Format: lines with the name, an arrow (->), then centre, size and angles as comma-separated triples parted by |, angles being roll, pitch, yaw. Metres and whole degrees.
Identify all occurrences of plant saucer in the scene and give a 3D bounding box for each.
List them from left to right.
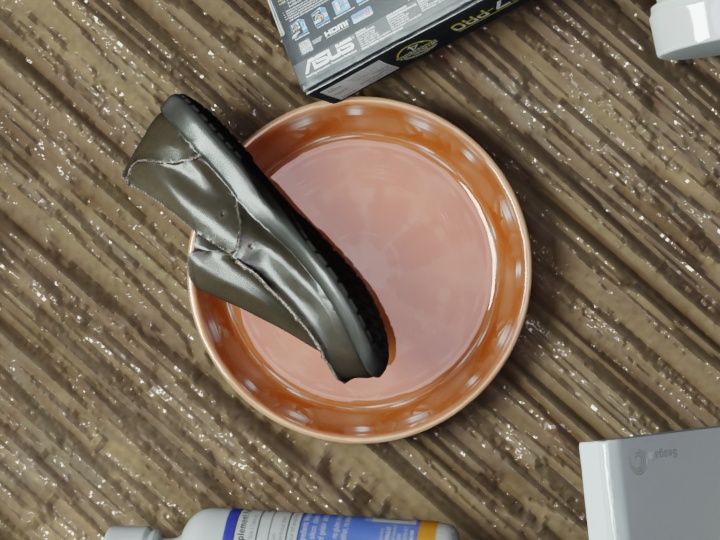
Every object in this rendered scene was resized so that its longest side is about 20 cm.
plant saucer -> 0.000, 0.000, 1.720 | 0.200, 0.032, 0.201 | 0, 88, 4

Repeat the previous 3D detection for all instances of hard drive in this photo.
hard drive -> 0.180, 0.190, 1.656 | 0.026, 0.132, 0.200 | -8, 87, 43

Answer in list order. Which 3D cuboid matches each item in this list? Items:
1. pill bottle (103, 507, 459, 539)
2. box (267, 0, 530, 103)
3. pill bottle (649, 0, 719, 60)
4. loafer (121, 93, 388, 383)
pill bottle -> -0.046, 0.192, 1.675 | 0.200, 0.112, 0.112 | 3, 88, 5
box -> 0.031, -0.209, 1.679 | 0.200, 0.049, 0.161 | -28, 75, 19
pill bottle -> 0.192, -0.224, 1.674 | 0.112, 0.112, 0.200 | -10, 87, 4
loafer -> -0.061, -0.007, 1.680 | 0.071, 0.073, 0.200 | -41, 77, 7
